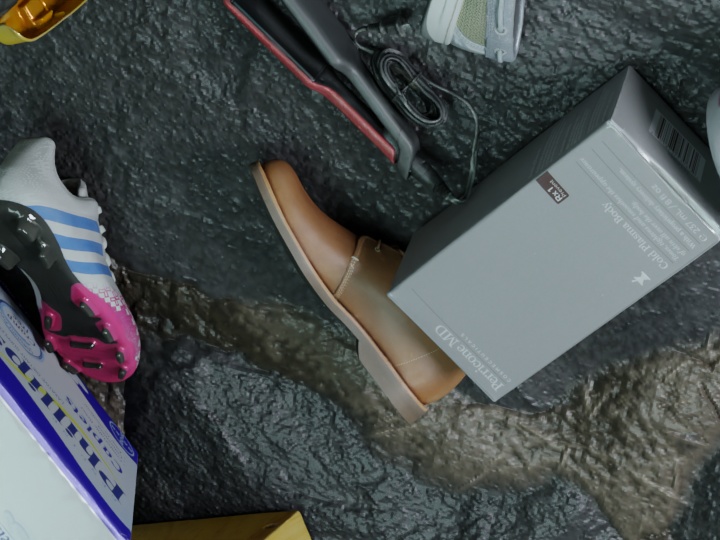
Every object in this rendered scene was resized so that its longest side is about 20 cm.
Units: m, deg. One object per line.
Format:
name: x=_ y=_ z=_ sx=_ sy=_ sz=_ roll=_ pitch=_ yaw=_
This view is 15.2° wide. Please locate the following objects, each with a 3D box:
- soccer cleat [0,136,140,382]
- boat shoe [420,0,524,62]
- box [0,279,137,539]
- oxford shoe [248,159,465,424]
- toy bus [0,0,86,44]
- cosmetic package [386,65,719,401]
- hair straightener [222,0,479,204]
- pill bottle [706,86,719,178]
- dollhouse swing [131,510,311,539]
soccer cleat: x=-0.189 y=-0.007 z=1.798 sx=0.070 sy=0.087 sz=0.200 roll=2 pitch=143 yaw=24
boat shoe: x=0.093 y=-0.210 z=1.581 sx=0.065 sy=0.075 sz=0.202 roll=22 pitch=127 yaw=-1
box: x=-0.241 y=0.113 z=1.789 sx=0.105 sy=0.200 sz=0.184 roll=-36 pitch=104 yaw=6
oxford shoe: x=0.000 y=0.000 z=1.745 sx=0.071 sy=0.071 sz=0.200 roll=-37 pitch=103 yaw=3
toy bus: x=-0.277 y=-0.230 z=1.669 sx=0.192 sy=0.136 sz=0.200 roll=-14 pitch=116 yaw=40
cosmetic package: x=0.124 y=-0.021 z=1.667 sx=0.107 sy=0.090 sz=0.200 roll=43 pitch=120 yaw=-11
hair straightener: x=0.006 y=-0.123 z=1.670 sx=0.200 sy=0.041 sz=0.077 roll=48 pitch=122 yaw=-3
pill bottle: x=0.309 y=-0.096 z=1.543 sx=0.200 sy=0.113 sz=0.113 roll=-27 pitch=107 yaw=30
dollhouse swing: x=-0.132 y=0.272 z=1.883 sx=0.199 sy=0.182 sz=0.176 roll=-7 pitch=101 yaw=22
